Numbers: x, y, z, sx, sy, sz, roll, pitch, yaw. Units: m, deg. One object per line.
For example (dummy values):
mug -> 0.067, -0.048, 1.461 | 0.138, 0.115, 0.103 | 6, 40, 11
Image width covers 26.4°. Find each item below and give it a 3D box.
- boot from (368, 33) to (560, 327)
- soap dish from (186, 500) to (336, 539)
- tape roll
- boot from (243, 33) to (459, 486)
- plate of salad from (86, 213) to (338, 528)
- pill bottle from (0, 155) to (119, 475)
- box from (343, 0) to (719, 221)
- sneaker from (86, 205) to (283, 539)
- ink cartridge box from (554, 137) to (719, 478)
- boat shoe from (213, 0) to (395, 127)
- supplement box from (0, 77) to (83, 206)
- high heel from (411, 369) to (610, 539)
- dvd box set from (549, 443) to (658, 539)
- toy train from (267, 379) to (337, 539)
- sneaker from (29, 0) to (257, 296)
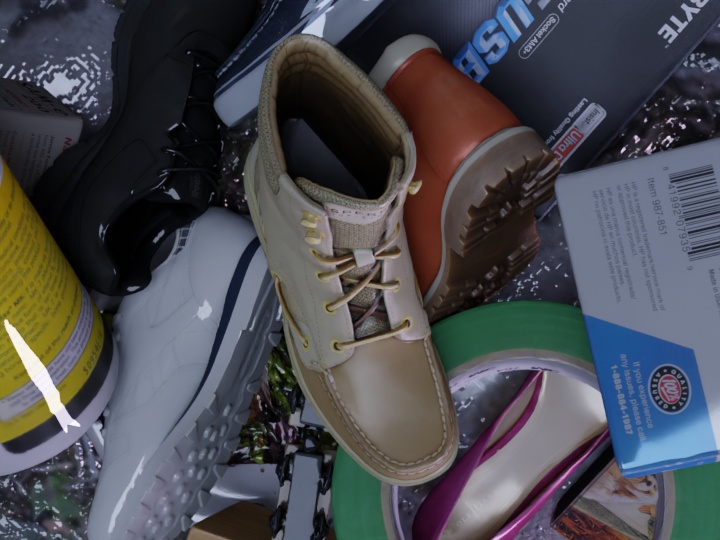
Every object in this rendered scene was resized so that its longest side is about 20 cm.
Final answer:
boot -> 0.039, -0.039, 0.804 | 0.075, 0.200, 0.107 | -32, 68, -22
soap dish -> -0.014, 0.227, 0.891 | 0.200, 0.081, 0.157 | 18, 121, 3
tape roll -> 0.087, 0.117, 0.799 | 0.200, 0.048, 0.201 | -1, 78, 5
boot -> 0.000, 0.000, 0.726 | 0.073, 0.155, 0.200 | -18, 78, -11
plate of salad -> -0.073, 0.067, 0.889 | 0.200, 0.048, 0.200 | 2, 106, 8
pill bottle -> -0.208, 0.000, 0.750 | 0.114, 0.114, 0.200 | -13, 133, 11
box -> 0.083, -0.162, 0.807 | 0.198, 0.050, 0.200 | 41, 107, -3
sneaker -> -0.104, 0.061, 0.835 | 0.080, 0.076, 0.200 | 22, 80, 17
ink cartridge box -> 0.207, 0.009, 0.731 | 0.200, 0.084, 0.145 | -13, 77, 10
boat shoe -> -0.017, -0.166, 0.766 | 0.200, 0.071, 0.091 | -42, 92, 12
supplement box -> -0.261, -0.044, 0.814 | 0.074, 0.200, 0.126 | 35, 113, 45
high heel -> 0.103, 0.089, 0.843 | 0.200, 0.096, 0.067 | -42, 95, 16
dvd box set -> 0.229, 0.151, 0.865 | 0.200, 0.029, 0.146 | 37, 116, -3
toy train -> -0.022, 0.062, 0.839 | 0.034, 0.046, 0.200 | 9, 87, -1
sneaker -> -0.100, -0.075, 0.817 | 0.091, 0.076, 0.200 | 33, 100, 44
